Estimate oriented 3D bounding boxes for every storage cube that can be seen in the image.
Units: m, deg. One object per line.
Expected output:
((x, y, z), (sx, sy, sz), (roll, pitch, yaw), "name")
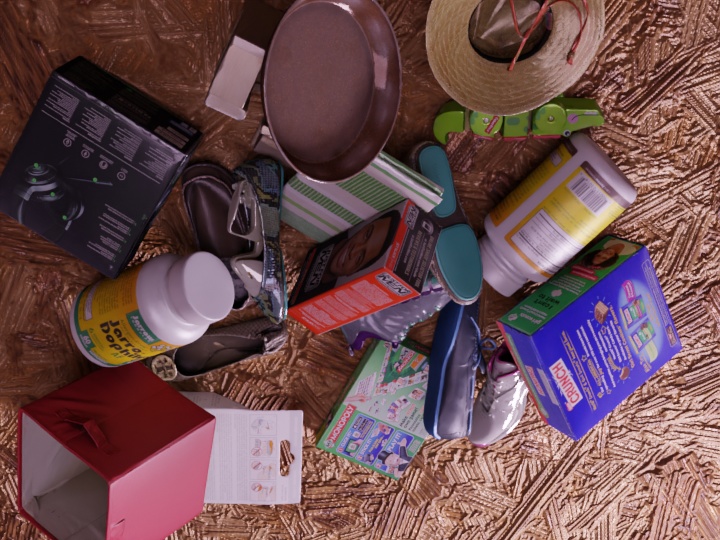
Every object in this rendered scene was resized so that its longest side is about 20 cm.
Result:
((-0.310, 0.245, 1.242), (0.170, 0.179, 0.201), (29, 124, 26), "storage cube")

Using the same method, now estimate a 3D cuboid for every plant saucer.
((-0.034, -0.191, 1.002), (0.034, 0.200, 0.202), (13, 126, 41), "plant saucer")

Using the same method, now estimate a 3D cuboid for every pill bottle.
((0.226, -0.062, 1.181), (0.109, 0.109, 0.200), (40, 110, -19), "pill bottle")
((-0.251, 0.044, 1.186), (0.199, 0.113, 0.113), (-19, 118, 35), "pill bottle")

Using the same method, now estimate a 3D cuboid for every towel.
((-0.009, -0.083, 1.160), (0.152, 0.024, 0.200), (30, 146, -14), "towel")

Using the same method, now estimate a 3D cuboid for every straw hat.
((0.163, -0.276, 1.088), (0.199, 0.085, 0.203), (-3, 118, -6), "straw hat")

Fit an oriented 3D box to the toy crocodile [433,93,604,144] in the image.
((0.185, -0.179, 1.147), (0.198, 0.068, 0.062), (-1, 122, 2), "toy crocodile")

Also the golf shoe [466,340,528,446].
((0.188, 0.146, 1.293), (0.091, 0.075, 0.201), (18, 111, -41), "golf shoe")

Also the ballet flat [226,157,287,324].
((-0.128, -0.033, 1.173), (0.074, 0.074, 0.202), (-2, 95, 0), "ballet flat")

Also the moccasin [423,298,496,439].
((0.130, 0.120, 1.277), (0.068, 0.080, 0.202), (9, 98, -15), "moccasin")

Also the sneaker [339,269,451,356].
((0.064, 0.049, 1.252), (0.198, 0.074, 0.088), (-14, 106, 17), "sneaker")

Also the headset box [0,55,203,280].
((-0.311, -0.113, 1.144), (0.173, 0.093, 0.201), (31, 111, -8), "headset box")

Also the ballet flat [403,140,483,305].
((0.096, -0.055, 1.181), (0.067, 0.075, 0.202), (-16, 89, -21), "ballet flat")

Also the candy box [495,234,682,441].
((0.291, 0.083, 1.229), (0.199, 0.077, 0.170), (-36, 116, -18), "candy box")

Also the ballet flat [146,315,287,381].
((-0.191, 0.107, 1.291), (0.198, 0.046, 0.068), (-14, 115, 6), "ballet flat")

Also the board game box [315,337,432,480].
((0.041, 0.187, 1.346), (0.134, 0.029, 0.201), (25, 113, -13), "board game box")

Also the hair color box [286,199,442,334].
((0.000, 0.000, 1.159), (0.061, 0.102, 0.199), (37, 143, -24), "hair color box")

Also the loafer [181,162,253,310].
((-0.166, -0.037, 1.206), (0.072, 0.071, 0.201), (-17, 116, 7), "loafer")

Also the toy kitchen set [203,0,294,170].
((-0.074, -0.168, 1.084), (0.199, 0.181, 0.164), (24, 115, -13), "toy kitchen set")

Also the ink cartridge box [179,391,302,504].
((-0.181, 0.248, 1.364), (0.198, 0.047, 0.161), (1, 115, -4), "ink cartridge box")
